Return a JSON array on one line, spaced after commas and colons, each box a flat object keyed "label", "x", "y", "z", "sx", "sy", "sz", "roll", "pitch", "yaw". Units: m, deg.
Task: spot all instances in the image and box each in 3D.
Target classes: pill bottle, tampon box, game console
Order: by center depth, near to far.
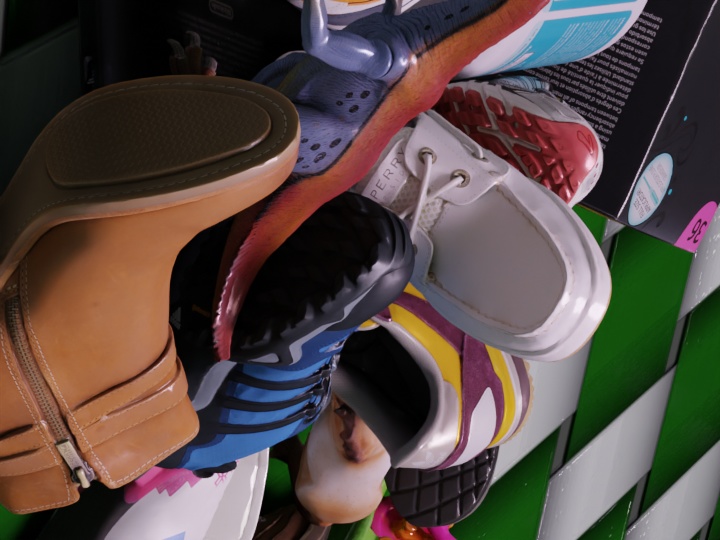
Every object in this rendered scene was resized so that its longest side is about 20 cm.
[{"label": "game console", "x": -0.109, "y": -0.056, "z": 1.230, "sx": 0.200, "sy": 0.116, "sz": 0.176, "roll": 14, "pitch": 71, "yaw": -66}, {"label": "pill bottle", "x": 0.075, "y": -0.153, "z": 1.396, "sx": 0.200, "sy": 0.111, "sz": 0.111, "roll": -14, "pitch": 126, "yaw": -60}, {"label": "tampon box", "x": 0.152, "y": -0.130, "z": 1.558, "sx": 0.200, "sy": 0.126, "sz": 0.150, "roll": -66, "pitch": 156, "yaw": 4}]

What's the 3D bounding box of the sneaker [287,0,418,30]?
[{"label": "sneaker", "x": 0.046, "y": -0.175, "z": 1.236, "sx": 0.200, "sy": 0.078, "sz": 0.079, "roll": -39, "pitch": 166, "yaw": 12}]

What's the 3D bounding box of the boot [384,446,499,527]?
[{"label": "boot", "x": 0.061, "y": 0.050, "z": 1.542, "sx": 0.131, "sy": 0.068, "sz": 0.200, "roll": 38, "pitch": 48, "yaw": -64}]

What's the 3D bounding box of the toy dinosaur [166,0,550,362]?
[{"label": "toy dinosaur", "x": 0.007, "y": -0.079, "z": 1.126, "sx": 0.105, "sy": 0.181, "sz": 0.200, "roll": -60, "pitch": 138, "yaw": -56}]

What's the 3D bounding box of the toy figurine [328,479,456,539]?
[{"label": "toy figurine", "x": 0.053, "y": 0.216, "z": 1.582, "sx": 0.200, "sy": 0.184, "sz": 0.150, "roll": -63, "pitch": -175, "yaw": -33}]

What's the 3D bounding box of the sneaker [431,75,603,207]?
[{"label": "sneaker", "x": 0.071, "y": -0.064, "z": 1.339, "sx": 0.082, "sy": 0.200, "sz": 0.078, "roll": -24, "pitch": 101, "yaw": -14}]

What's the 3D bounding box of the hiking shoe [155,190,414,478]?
[{"label": "hiking shoe", "x": -0.038, "y": 0.027, "z": 1.224, "sx": 0.087, "sy": 0.200, "sz": 0.074, "roll": 20, "pitch": 53, "yaw": -37}]

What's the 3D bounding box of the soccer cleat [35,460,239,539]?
[{"label": "soccer cleat", "x": -0.103, "y": 0.119, "z": 1.345, "sx": 0.200, "sy": 0.070, "sz": 0.086, "roll": -52, "pitch": 139, "yaw": -7}]

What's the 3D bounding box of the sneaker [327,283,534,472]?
[{"label": "sneaker", "x": 0.000, "y": 0.000, "z": 1.309, "sx": 0.075, "sy": 0.200, "sz": 0.090, "roll": -44, "pitch": 162, "yaw": 34}]

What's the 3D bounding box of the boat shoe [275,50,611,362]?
[{"label": "boat shoe", "x": 0.024, "y": -0.030, "z": 1.204, "sx": 0.069, "sy": 0.200, "sz": 0.071, "roll": 26, "pitch": 101, "yaw": -49}]

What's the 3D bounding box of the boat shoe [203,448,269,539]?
[{"label": "boat shoe", "x": -0.063, "y": 0.049, "z": 1.401, "sx": 0.062, "sy": 0.073, "sz": 0.200, "roll": -153, "pitch": -100, "yaw": -71}]

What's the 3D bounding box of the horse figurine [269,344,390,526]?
[{"label": "horse figurine", "x": -0.006, "y": 0.071, "z": 1.431, "sx": 0.200, "sy": 0.050, "sz": 0.133, "roll": 112, "pitch": -15, "yaw": -53}]

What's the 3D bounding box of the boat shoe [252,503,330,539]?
[{"label": "boat shoe", "x": -0.059, "y": 0.155, "z": 1.482, "sx": 0.200, "sy": 0.068, "sz": 0.072, "roll": -48, "pitch": 155, "yaw": -82}]

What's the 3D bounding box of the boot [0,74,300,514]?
[{"label": "boot", "x": -0.093, "y": 0.017, "z": 1.112, "sx": 0.200, "sy": 0.077, "sz": 0.155, "roll": -23, "pitch": 128, "yaw": 7}]
